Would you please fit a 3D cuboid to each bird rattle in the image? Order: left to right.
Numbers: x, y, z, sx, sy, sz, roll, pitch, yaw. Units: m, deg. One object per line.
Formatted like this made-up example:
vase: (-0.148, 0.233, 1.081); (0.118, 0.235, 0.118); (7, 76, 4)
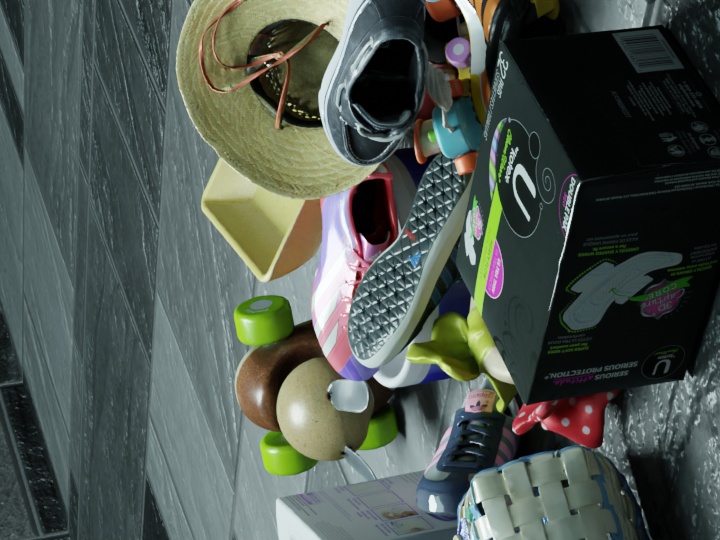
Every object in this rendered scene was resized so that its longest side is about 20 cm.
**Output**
bird rattle: (0.121, 0.039, 1.687); (0.200, 0.112, 0.164); (-168, 87, -68)

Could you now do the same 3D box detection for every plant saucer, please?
plant saucer: (-0.052, -0.104, 1.945); (0.201, 0.048, 0.200); (-63, 28, 11)

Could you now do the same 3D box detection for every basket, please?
basket: (0.143, 0.213, 1.637); (0.200, 0.138, 0.177); (54, -160, -65)

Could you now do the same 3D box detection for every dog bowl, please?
dog bowl: (0.046, -0.004, 1.922); (0.200, 0.078, 0.201); (172, 90, -73)

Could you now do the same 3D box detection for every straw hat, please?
straw hat: (-0.040, -0.160, 1.804); (0.085, 0.200, 0.202); (-27, -65, -64)

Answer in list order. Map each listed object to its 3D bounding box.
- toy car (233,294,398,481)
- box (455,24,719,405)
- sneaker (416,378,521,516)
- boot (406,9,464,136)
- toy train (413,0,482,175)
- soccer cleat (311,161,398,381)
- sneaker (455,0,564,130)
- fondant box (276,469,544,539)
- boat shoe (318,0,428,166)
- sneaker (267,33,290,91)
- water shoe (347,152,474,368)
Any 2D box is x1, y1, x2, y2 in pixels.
toy car: (-0.017, 0.117, 2.046); (0.200, 0.157, 0.165); (-140, 37, -64)
box: (0.155, -0.037, 1.496); (0.149, 0.124, 0.201); (-115, 25, -43)
sneaker: (0.085, 0.138, 1.772); (0.200, 0.070, 0.083); (-43, -43, -76)
boot: (0.028, -0.233, 1.899); (0.201, 0.072, 0.145); (62, 154, 29)
toy train: (0.055, -0.159, 1.713); (0.201, 0.055, 0.151); (-86, -28, -46)
soccer cleat: (0.000, 0.000, 1.841); (0.076, 0.066, 0.201); (-148, 55, -62)
sneaker: (0.115, -0.200, 1.661); (0.090, 0.070, 0.201); (-26, 72, 56)
fondant box: (0.048, 0.210, 1.811); (0.144, 0.199, 0.059); (-149, 51, -67)
boat shoe: (0.014, -0.125, 1.612); (0.200, 0.071, 0.068); (108, 160, -55)
sneaker: (-0.068, -0.193, 1.884); (0.201, 0.076, 0.084); (-58, 7, 24)
water shoe: (0.063, -0.003, 1.779); (0.201, 0.079, 0.072); (-60, 41, 21)
